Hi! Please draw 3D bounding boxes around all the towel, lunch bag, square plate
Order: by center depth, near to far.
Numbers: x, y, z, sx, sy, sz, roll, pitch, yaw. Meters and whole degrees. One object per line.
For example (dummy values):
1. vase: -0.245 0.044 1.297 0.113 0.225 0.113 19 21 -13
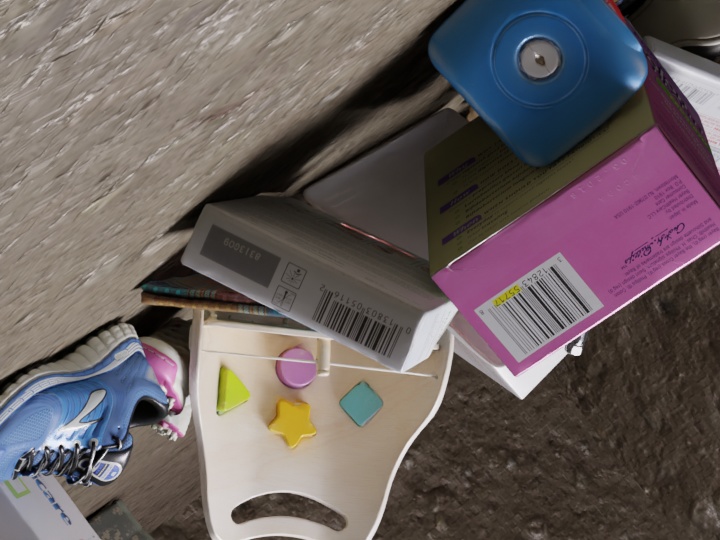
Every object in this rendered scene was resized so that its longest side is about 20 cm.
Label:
1. towel: -0.057 0.014 1.551 0.147 0.022 0.200 4 -176 14
2. square plate: 0.080 -0.024 1.647 0.200 0.198 0.028 -33 160 -46
3. lunch bag: -0.360 0.402 2.754 0.164 0.118 0.200 -35 169 -43

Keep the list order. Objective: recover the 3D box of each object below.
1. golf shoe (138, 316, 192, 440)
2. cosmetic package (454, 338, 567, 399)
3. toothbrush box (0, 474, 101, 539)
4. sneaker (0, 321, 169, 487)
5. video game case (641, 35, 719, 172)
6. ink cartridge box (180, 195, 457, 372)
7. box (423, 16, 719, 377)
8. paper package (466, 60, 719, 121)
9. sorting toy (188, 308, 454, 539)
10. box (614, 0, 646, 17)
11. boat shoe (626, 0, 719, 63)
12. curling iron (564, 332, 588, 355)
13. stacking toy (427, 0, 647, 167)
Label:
1. golf shoe: -0.150 0.067 1.666 0.092 0.075 0.200 -60 178 -14
2. cosmetic package: 0.089 0.018 1.866 0.085 0.108 0.200 -45 -148 -5
3. toothbrush box: -0.291 0.225 1.552 0.200 0.146 0.086 -39 174 14
4. sneaker: -0.199 0.109 1.482 0.200 0.089 0.079 -32 171 -46
5. video game case: 0.229 -0.088 1.641 0.200 0.022 0.182 16 138 -33
6. ink cartridge box: -0.013 0.003 1.449 0.047 0.160 0.200 -66 169 9
7. box: 0.141 -0.053 1.465 0.176 0.097 0.200 -35 -158 16
8. paper package: 0.224 -0.126 1.780 0.200 0.191 0.103 -43 173 24
9. sorting toy: -0.047 0.119 1.641 0.200 0.180 0.107 7 176 -17
10. box: 0.215 -0.235 1.584 0.193 0.048 0.200 -33 174 -20
11. boat shoe: 0.231 -0.171 1.607 0.200 0.067 0.057 -31 162 24
12. curling iron: 0.188 -0.028 1.586 0.026 0.050 0.200 -44 156 -72
13. stacking toy: 0.124 -0.155 1.453 0.110 0.116 0.200 -41 -175 15
